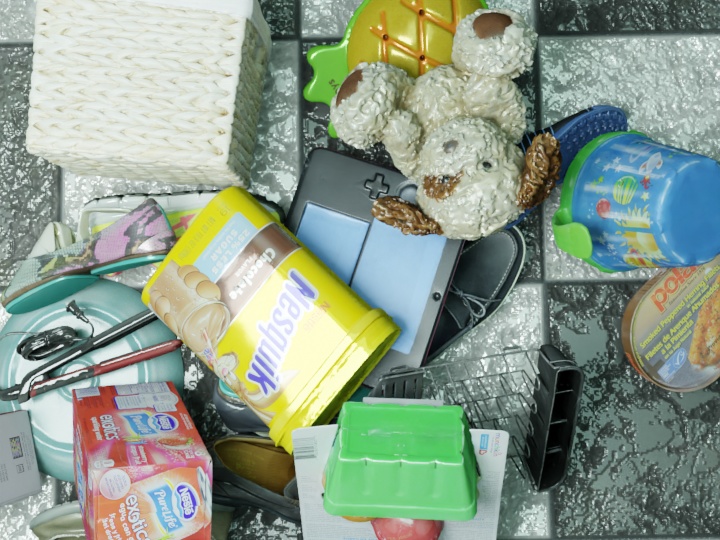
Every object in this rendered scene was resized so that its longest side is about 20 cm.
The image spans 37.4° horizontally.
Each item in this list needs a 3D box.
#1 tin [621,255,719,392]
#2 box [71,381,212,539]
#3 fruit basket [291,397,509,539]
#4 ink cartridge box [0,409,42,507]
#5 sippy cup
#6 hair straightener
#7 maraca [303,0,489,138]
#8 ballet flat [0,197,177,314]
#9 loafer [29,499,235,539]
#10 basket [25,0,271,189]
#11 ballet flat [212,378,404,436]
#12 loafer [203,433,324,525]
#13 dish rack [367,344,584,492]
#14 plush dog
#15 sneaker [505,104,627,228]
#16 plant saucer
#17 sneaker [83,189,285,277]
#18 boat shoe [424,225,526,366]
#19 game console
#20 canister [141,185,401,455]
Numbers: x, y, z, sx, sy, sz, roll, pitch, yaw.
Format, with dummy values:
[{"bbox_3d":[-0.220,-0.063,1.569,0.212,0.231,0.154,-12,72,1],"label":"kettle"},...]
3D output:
[{"bbox_3d":[0.341,0.028,1.046,0.200,0.042,0.112,-44,100,-4],"label":"tin"},{"bbox_3d":[-0.196,0.175,0.931,0.098,0.200,0.097,-3,104,-20],"label":"box"},{"bbox_3d":[0.035,0.197,0.948,0.181,0.202,0.095,1,50,4],"label":"fruit basket"},{"bbox_3d":[-0.418,0.192,0.952,0.196,0.175,0.086,-14,86,9],"label":"ink cartridge box"},{"bbox_3d":[0.276,-0.059,0.994,0.139,0.130,0.179,38,82,-23],"label":"sippy cup"},{"bbox_3d":[-0.272,0.069,1.018,0.197,0.041,0.078,-20,84,2],"label":"hair straightener"},{"bbox_3d":[0.038,-0.207,1.044,0.198,0.107,0.138,-32,108,11],"label":"maraca"},{"bbox_3d":[-0.259,-0.019,1.001,0.197,0.069,0.072,-19,82,22],"label":"ballet flat"},{"bbox_3d":[-0.216,0.250,1.013,0.196,0.075,0.071,-3,80,-1],"label":"loafer"},{"bbox_3d":[-0.189,-0.171,0.996,0.196,0.198,0.164,4,88,0],"label":"basket"},{"bbox_3d":[-0.045,0.136,1.033,0.196,0.073,0.075,4,84,-3],"label":"ballet flat"},{"bbox_3d":[-0.063,0.194,0.999,0.196,0.072,0.074,8,62,-20],"label":"loafer"},{"bbox_3d":[0.100,0.145,0.987,0.196,0.055,0.156,-7,124,-13],"label":"dish rack"},{"bbox_3d":[0.089,-0.105,0.952,0.197,0.161,0.174,-20,58,16],"label":"plush dog"},{"bbox_3d":[0.175,-0.112,1.053,0.198,0.078,0.071,-31,122,-24],"label":"sneaker"},{"bbox_3d":[-0.274,0.107,1.047,0.196,0.036,0.204,0,84,0],"label":"plant saucer"},{"bbox_3d":[-0.169,-0.033,1.047,0.196,0.078,0.092,-4,92,5],"label":"sneaker"},{"bbox_3d":[0.089,0.031,1.041,0.200,0.062,0.075,-44,84,-4],"label":"boat shoe"},{"bbox_3d":[0.000,0.000,1.009,0.174,0.031,0.203,19,85,10],"label":"game console"},{"bbox_3d":[-0.083,0.041,0.959,0.200,0.086,0.149,42,98,11],"label":"canister"}]
